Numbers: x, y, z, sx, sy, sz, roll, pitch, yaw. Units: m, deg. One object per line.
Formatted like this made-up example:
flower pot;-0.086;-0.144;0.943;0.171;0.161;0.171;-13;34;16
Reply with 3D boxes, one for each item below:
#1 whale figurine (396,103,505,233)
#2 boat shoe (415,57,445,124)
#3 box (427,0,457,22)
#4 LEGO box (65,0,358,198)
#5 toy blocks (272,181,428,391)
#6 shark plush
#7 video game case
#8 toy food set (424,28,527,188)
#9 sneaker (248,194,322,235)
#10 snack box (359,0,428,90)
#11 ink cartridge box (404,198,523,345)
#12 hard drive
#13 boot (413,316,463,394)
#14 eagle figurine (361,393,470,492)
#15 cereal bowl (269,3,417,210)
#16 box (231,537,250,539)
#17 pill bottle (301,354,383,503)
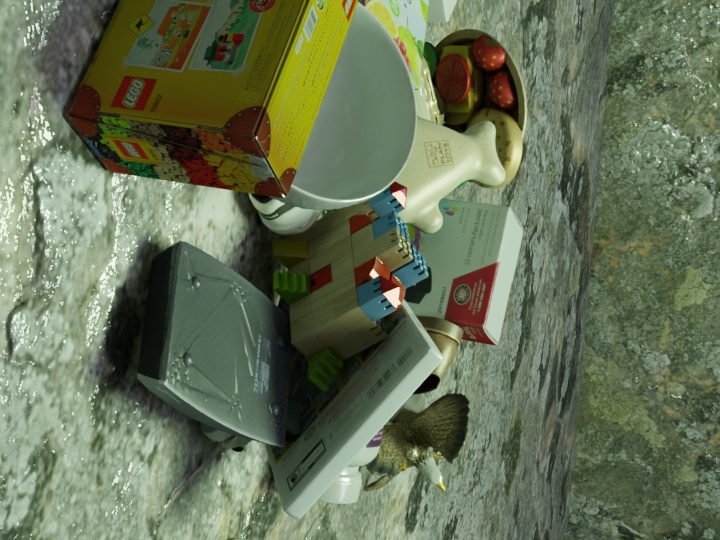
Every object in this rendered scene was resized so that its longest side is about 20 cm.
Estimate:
whale figurine;0.060;-0.116;1.203;0.104;0.199;0.160;149;-72;-69
boat shoe;0.074;-0.184;1.336;0.066;0.074;0.200;-46;146;-23
box;0.056;-0.393;1.176;0.200;0.097;0.125;74;31;-49
LEGO box;-0.099;-0.165;0.778;0.077;0.148;0.201;63;41;-59
toy blocks;0.000;0.000;1.026;0.100;0.136;0.200;47;24;-36
shark plush;-0.089;0.087;1.045;0.083;0.091;0.201;41;61;-30
video game case;-0.017;0.114;1.024;0.200;0.023;0.182;-49;-156;8
toy food set;0.132;-0.204;1.360;0.049;0.198;0.201;-13;105;-37
sneaker;-0.053;-0.136;1.024;0.088;0.075;0.201;43;58;-67
snack box;-0.001;-0.283;1.034;0.200;0.053;0.143;43;45;-49
ink cartridge box;0.073;-0.006;1.248;0.083;0.199;0.146;42;60;-64
hard drive;-0.120;0.070;0.920;0.200;0.042;0.135;43;45;-57
boot;0.032;0.101;1.234;0.073;0.200;0.076;28;69;-29
eagle figurine;0.070;0.226;1.411;0.152;0.150;0.200;-62;162;-17
cereal bowl;-0.052;-0.146;0.938;0.199;0.083;0.201;8;76;-34
box;-0.104;0.377;1.037;0.109;0.127;0.201;13;85;-69
pill bottle;-0.027;0.146;1.168;0.112;0.112;0.201;10;89;-70
